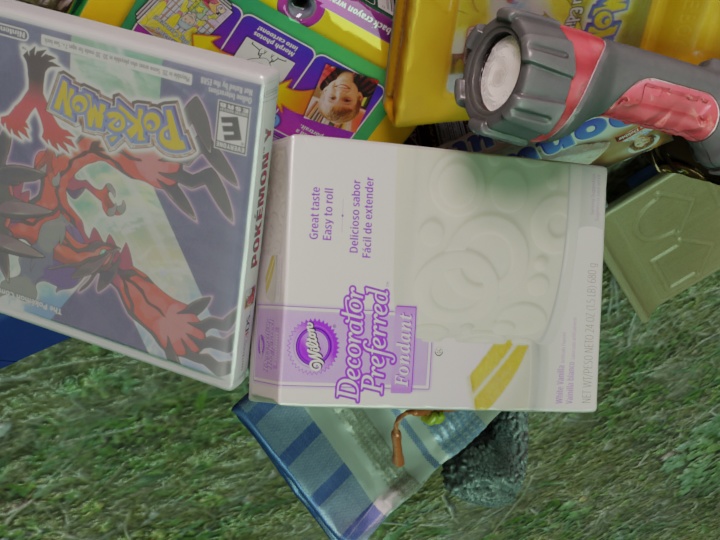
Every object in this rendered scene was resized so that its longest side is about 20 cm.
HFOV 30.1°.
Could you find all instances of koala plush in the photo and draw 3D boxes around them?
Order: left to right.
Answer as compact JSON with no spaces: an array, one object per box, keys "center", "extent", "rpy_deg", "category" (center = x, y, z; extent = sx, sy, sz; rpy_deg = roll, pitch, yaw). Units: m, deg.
[{"center":[0.015,0.080,1.050],"extent":[0.199,0.177,0.185],"rpy_deg":[2,99,-25],"category":"koala plush"}]

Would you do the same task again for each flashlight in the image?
[{"center":[0.149,-0.087,0.720],"extent":[0.199,0.068,0.068],"rpy_deg":[11,126,-30],"category":"flashlight"}]

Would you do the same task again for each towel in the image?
[{"center":[0.024,0.086,0.948],"extent":[0.200,0.024,0.147],"rpy_deg":[-40,110,-15],"category":"towel"}]

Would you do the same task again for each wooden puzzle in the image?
[{"center":[0.295,-0.058,1.147],"extent":[0.199,0.046,0.185],"rpy_deg":[-36,145,6],"category":"wooden puzzle"}]

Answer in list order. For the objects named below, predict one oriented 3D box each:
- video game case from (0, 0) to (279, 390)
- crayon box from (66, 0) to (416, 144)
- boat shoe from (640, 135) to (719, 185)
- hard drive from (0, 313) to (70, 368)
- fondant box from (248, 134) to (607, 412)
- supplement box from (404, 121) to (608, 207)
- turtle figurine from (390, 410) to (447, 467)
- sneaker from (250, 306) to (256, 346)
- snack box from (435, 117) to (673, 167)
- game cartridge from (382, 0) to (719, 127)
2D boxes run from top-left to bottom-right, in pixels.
[{"center":[-0.145,-0.044,0.735],"extent":[0.023,0.199,0.184],"rpy_deg":[-42,144,-60],"category":"video game case"},{"center":[-0.069,-0.115,0.772],"extent":[0.199,0.058,0.173],"rpy_deg":[26,123,-22],"category":"crayon box"},{"center":[0.231,-0.093,0.945],"extent":[0.067,0.200,0.072],"rpy_deg":[-24,108,3],"category":"boat shoe"},{"center":[-0.185,0.015,0.868],"extent":[0.199,0.026,0.132],"rpy_deg":[-24,169,11],"category":"hard drive"},{"center":[0.040,0.006,0.761],"extent":[0.199,0.146,0.058],"rpy_deg":[3,178,-22],"category":"fondant box"},{"center":[0.070,-0.061,0.963],"extent":[0.199,0.061,0.109],"rpy_deg":[9,149,-38],"category":"supplement box"},{"center":[0.068,0.033,0.914],"extent":[0.160,0.064,0.201],"rpy_deg":[-12,116,-12],"category":"turtle figurine"},{"center":[0.000,0.000,0.808],"extent":[0.199,0.079,0.096],"rpy_deg":[-4,102,-24],"category":"sneaker"},{"center":[0.098,-0.070,0.863],"extent":[0.199,0.024,0.072],"rpy_deg":[-22,149,13],"category":"snack box"},{"center":[0.117,-0.159,0.705],"extent":[0.198,0.033,0.177],"rpy_deg":[-6,133,-15],"category":"game cartridge"}]
